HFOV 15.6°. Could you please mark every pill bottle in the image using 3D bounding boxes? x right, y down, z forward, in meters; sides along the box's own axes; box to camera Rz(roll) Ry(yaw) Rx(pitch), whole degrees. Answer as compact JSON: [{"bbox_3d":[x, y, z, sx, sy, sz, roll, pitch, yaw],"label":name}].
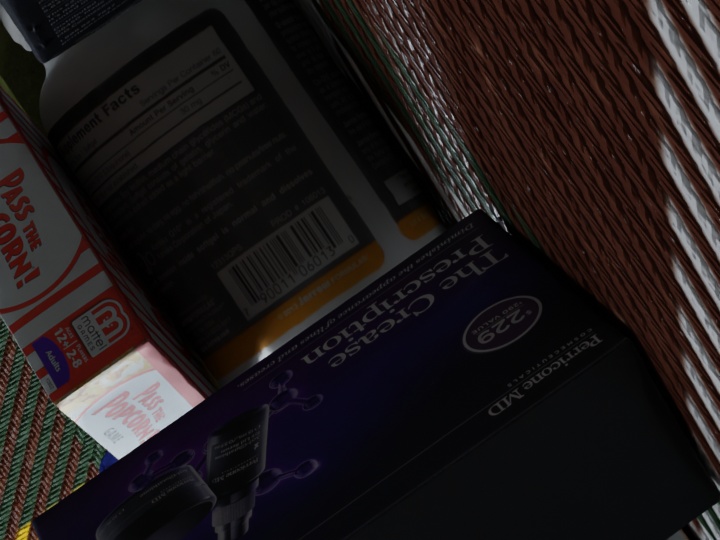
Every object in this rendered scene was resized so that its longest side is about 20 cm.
[{"bbox_3d":[-0.060,-0.057,1.085,0.201,0.116,0.116,56,176,1],"label":"pill bottle"}]

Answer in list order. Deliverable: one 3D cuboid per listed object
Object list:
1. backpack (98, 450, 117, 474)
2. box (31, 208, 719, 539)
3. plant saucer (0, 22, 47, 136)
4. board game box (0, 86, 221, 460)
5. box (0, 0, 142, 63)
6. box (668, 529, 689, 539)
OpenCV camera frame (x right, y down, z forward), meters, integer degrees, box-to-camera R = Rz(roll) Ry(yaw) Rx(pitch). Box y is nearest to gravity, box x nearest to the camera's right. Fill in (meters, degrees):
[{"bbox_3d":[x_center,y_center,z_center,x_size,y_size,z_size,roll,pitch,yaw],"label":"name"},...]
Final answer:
[{"bbox_3d":[-0.047,0.078,1.543,0.200,0.162,0.169,-46,-59,-63],"label":"backpack"},{"bbox_3d":[0.001,0.082,0.900,0.079,0.199,0.141,58,174,-29],"label":"box"},{"bbox_3d":[-0.164,-0.163,1.162,0.200,0.048,0.201,65,-153,-65],"label":"plant saucer"},{"bbox_3d":[-0.110,0.015,1.083,0.152,0.046,0.200,56,-179,24],"label":"board game box"},{"bbox_3d":[-0.123,-0.181,0.919,0.148,0.104,0.200,55,175,9],"label":"box"},{"bbox_3d":[0.126,0.190,1.025,0.200,0.097,0.124,53,176,18],"label":"box"}]
